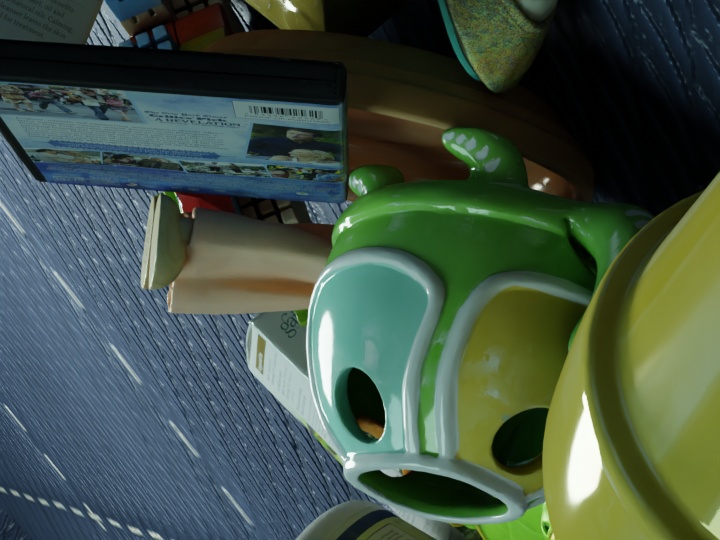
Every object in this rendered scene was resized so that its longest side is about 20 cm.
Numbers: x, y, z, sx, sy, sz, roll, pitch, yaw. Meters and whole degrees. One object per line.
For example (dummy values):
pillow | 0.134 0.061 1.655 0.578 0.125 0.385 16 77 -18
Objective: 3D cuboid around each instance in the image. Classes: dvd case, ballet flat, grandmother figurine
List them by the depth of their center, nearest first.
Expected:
ballet flat | 0.048 -0.144 0.814 0.071 0.071 0.200 30 156 44
dvd case | -0.076 -0.058 0.878 0.142 0.018 0.200 4 171 1
grandmother figurine | 0.000 0.000 1.012 0.121 0.199 0.061 -136 54 -78

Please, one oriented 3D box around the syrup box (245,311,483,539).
syrup box | 0.027 0.087 1.284 0.200 0.079 0.081 44 161 15

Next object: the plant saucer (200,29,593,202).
plant saucer | 0.007 -0.064 0.959 0.199 0.038 0.200 12 172 2

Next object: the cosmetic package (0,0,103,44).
cosmetic package | -0.151 -0.176 0.944 0.107 0.201 0.085 26 172 -25

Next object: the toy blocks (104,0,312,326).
toy blocks | -0.077 -0.079 1.096 0.137 0.100 0.201 57 -168 -68

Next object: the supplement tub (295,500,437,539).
supplement tub | 0.045 0.232 1.196 0.200 0.145 0.145 27 155 22

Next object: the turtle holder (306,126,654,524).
turtle holder | 0.062 0.032 0.879 0.185 0.132 0.141 4 156 31

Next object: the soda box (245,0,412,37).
soda box | -0.018 -0.175 0.891 0.068 0.064 0.200 41 161 22

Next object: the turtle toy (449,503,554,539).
turtle toy | 0.108 0.114 1.113 0.146 0.101 0.200 40 159 31

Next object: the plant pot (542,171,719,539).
plant pot | 0.173 0.022 0.666 0.201 0.201 0.189 42 145 21
